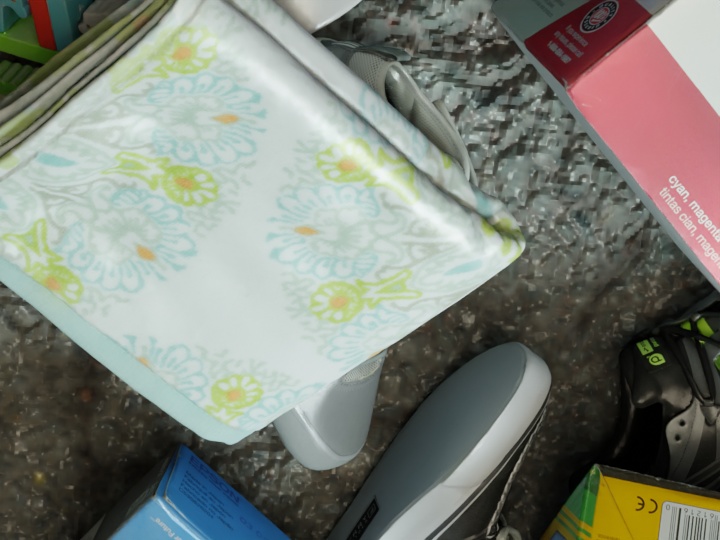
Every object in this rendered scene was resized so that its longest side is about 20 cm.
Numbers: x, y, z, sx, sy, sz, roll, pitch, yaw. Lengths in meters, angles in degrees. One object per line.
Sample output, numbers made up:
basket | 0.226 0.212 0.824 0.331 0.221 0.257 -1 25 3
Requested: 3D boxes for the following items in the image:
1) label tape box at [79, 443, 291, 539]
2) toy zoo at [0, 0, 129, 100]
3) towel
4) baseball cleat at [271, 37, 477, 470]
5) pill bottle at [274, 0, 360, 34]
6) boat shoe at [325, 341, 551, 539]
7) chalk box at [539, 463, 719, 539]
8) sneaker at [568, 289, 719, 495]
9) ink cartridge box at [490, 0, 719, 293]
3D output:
label tape box | -0.099 0.198 1.132 0.144 0.063 0.200 42 108 -10
toy zoo | -0.124 -0.134 0.998 0.131 0.020 0.201 17 139 23
towel | -0.059 -0.022 1.018 0.171 0.048 0.200 -32 125 30
baseball cleat | 0.000 0.000 1.099 0.070 0.106 0.201 -27 119 -47
pill bottle | -0.070 -0.192 1.016 0.119 0.120 0.201 -28 111 1
boat shoe | 0.037 0.124 1.162 0.068 0.074 0.200 30 103 -20
chalk box | 0.131 0.190 1.144 0.124 0.200 0.124 13 64 -3
sneaker | 0.166 0.045 1.158 0.082 0.071 0.200 26 105 -23
ink cartridge box | 0.187 -0.108 1.071 0.200 0.145 0.145 -39 110 5
